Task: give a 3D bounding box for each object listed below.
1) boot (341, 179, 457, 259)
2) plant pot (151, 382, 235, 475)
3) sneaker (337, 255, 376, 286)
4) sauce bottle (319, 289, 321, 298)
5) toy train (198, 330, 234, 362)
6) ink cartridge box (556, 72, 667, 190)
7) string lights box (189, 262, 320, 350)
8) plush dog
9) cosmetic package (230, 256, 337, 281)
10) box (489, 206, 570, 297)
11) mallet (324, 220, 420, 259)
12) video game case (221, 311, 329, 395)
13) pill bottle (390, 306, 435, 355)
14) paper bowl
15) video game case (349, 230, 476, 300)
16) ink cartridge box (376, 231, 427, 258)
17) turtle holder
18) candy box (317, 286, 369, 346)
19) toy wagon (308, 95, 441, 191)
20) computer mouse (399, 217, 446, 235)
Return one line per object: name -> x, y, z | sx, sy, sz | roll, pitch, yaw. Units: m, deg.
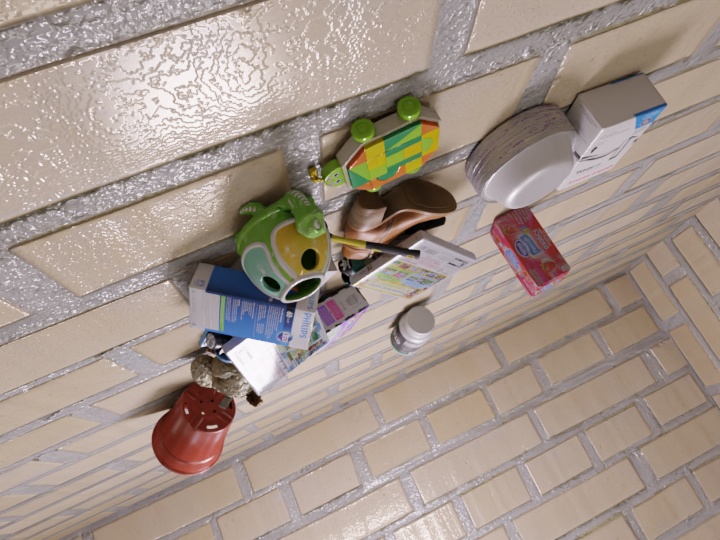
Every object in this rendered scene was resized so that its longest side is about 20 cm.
boot -> 0.064, -0.080, 0.958 | 0.198, 0.077, 0.156 | -12, 151, -22
plant pot -> -0.432, 0.407, 1.419 | 0.199, 0.202, 0.196 | -8, 145, -43
sneaker -> 0.000, 0.000, 1.122 | 0.079, 0.072, 0.200 | -13, 163, 5
sauce bottle -> -0.160, 0.047, 1.032 | 0.199, 0.065, 0.065 | -5, 152, -50
toy train -> -0.221, 0.110, 1.026 | 0.199, 0.114, 0.087 | 0, 128, -50
ink cartridge box -> 0.450, -0.257, 1.012 | 0.145, 0.085, 0.200 | -22, 159, -12
string lights box -> -0.173, 0.061, 0.870 | 0.198, 0.059, 0.103 | 12, 134, -6
plush dog -> -0.262, 0.196, 1.188 | 0.198, 0.160, 0.173 | -14, 130, -37
cosmetic package -> -0.142, 0.006, 0.964 | 0.199, 0.051, 0.082 | -2, 147, -49
box -> 0.415, -0.048, 1.316 | 0.095, 0.201, 0.100 | -27, 161, -3
mallet -> 0.001, -0.041, 0.904 | 0.198, 0.042, 0.066 | 14, 156, -2
video game case -> -0.152, 0.139, 1.011 | 0.182, 0.022, 0.201 | -36, 148, -15
pill bottle -> 0.172, 0.199, 1.758 | 0.112, 0.114, 0.200 | -19, 159, -20
paper bowl -> 0.299, -0.190, 0.961 | 0.199, 0.105, 0.201 | -24, 160, -10
video game case -> 0.106, -0.004, 1.049 | 0.181, 0.023, 0.199 | -34, 150, 30
ink cartridge box -> 0.111, -0.014, 1.177 | 0.115, 0.069, 0.200 | -16, 164, 10
turtle holder -> -0.097, -0.038, 0.791 | 0.185, 0.133, 0.140 | -37, 158, 27
candy box -> -0.095, 0.135, 1.259 | 0.199, 0.072, 0.168 | -30, 166, -34
toy wagon -> 0.022, -0.164, 0.766 | 0.198, 0.040, 0.155 | -26, 160, -2
computer mouse -> 0.079, -0.083, 1.066 | 0.198, 0.034, 0.059 | -17, -179, -14
